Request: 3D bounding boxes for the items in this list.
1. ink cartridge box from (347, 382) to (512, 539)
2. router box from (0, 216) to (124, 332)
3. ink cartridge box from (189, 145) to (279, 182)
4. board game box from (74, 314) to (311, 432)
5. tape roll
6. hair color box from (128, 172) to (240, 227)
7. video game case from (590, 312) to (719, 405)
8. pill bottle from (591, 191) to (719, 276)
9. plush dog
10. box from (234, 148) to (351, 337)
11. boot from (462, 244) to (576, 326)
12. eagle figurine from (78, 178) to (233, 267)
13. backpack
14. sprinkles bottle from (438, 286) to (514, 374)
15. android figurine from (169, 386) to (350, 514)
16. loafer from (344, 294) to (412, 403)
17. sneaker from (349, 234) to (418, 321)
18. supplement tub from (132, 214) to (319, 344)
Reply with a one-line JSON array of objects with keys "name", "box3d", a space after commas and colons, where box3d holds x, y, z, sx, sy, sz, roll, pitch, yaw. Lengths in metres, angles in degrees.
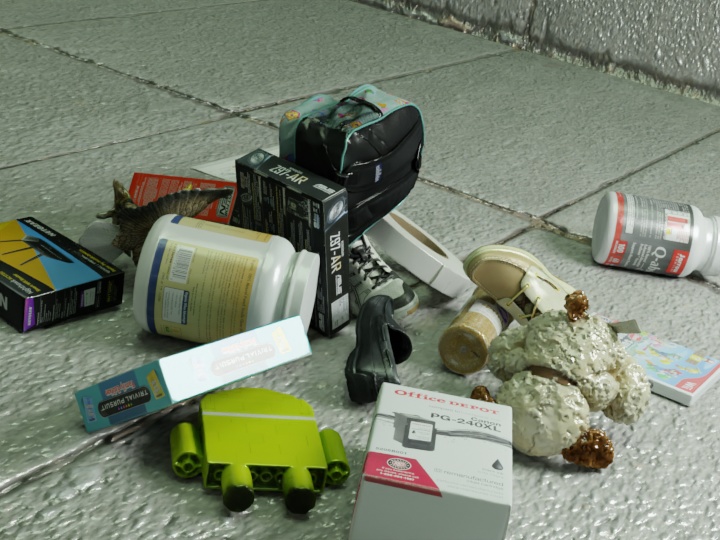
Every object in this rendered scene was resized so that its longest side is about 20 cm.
[{"name": "ink cartridge box", "box3d": [0.073, 0.199, 1.252, 0.144, 0.084, 0.200, 11, 22, 2]}, {"name": "router box", "box3d": [-0.412, 0.001, 1.566, 0.199, 0.052, 0.149, 26, 28, 34]}, {"name": "ink cartridge box", "box3d": [-0.126, -0.140, 1.904, 0.175, 0.045, 0.199, 16, 26, 42]}, {"name": "board game box", "box3d": [-0.172, 0.107, 1.317, 0.150, 0.047, 0.199, -22, -3, 42]}, {"name": "tape roll", "box3d": [0.070, -0.035, 1.768, 0.202, 0.037, 0.203, 36, 9, -6]}, {"name": "hair color box", "box3d": [-0.219, -0.085, 1.743, 0.199, 0.062, 0.101, 9, -11, 34]}, {"name": "video game case", "box3d": [0.370, 0.114, 1.679, 0.199, 0.018, 0.143, 23, 25, 27]}, {"name": "pill bottle", "box3d": [0.475, -0.053, 2.001, 0.198, 0.117, 0.116, 9, 22, -1]}, {"name": "plush dog", "box3d": [0.219, 0.131, 1.415, 0.198, 0.161, 0.173, 18, 59, 17]}, {"name": "box", "box3d": [-0.085, -0.034, 1.595, 0.159, 0.202, 0.043, 26, 42, 36]}, {"name": "boot", "box3d": [0.220, 0.061, 1.576, 0.199, 0.072, 0.155, 29, 32, -28]}, {"name": "eagle figurine", "box3d": [-0.248, -0.054, 1.625, 0.199, 0.152, 0.151, 20, 3, 36]}, {"name": "backpack", "box3d": [-0.010, -0.147, 1.641, 0.153, 0.177, 0.199, 27, 40, 35]}, {"name": "sprinkles bottle", "box3d": [0.157, 0.067, 1.633, 0.068, 0.069, 0.200, 16, 23, 14]}, {"name": "android figurine", "box3d": [-0.103, 0.178, 1.286, 0.180, 0.041, 0.200, 4, 23, -15]}, {"name": "loafer", "box3d": [0.028, 0.091, 1.507, 0.070, 0.069, 0.201, -5, 27, 10]}, {"name": "sneaker", "box3d": [0.000, 0.000, 1.679, 0.075, 0.088, 0.200, -30, 37, -23]}, {"name": "supplement tub", "box3d": [-0.157, 0.020, 1.508, 0.198, 0.146, 0.145, 12, 22, 5]}]
